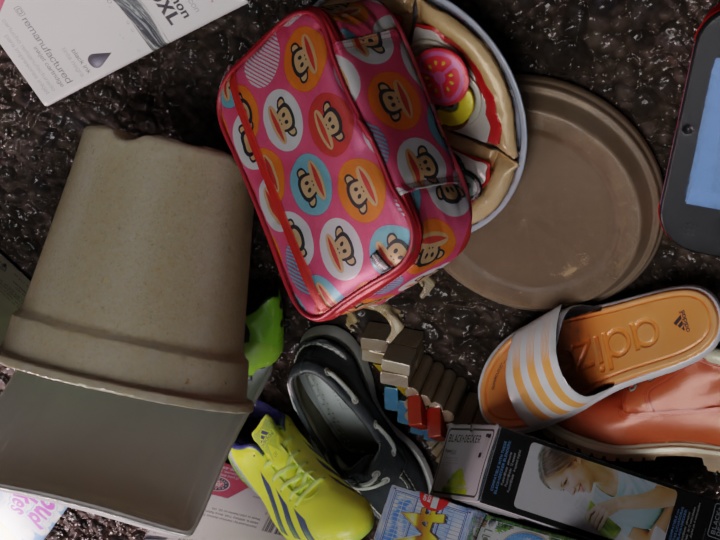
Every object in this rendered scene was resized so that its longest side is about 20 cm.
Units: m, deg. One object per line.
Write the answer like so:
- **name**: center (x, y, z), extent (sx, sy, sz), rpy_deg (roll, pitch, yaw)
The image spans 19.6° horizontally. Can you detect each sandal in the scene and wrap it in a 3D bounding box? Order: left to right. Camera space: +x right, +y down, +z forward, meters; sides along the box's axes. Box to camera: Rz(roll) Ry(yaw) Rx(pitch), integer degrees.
- **sandal**: center (0.164, 0.056, 1.532), extent (0.206, 0.059, 0.080), rpy_deg (-25, 70, 28)

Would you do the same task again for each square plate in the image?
- **square plate**: center (-0.191, 0.123, 1.647), extent (0.197, 0.200, 0.029), rpy_deg (12, 131, 12)

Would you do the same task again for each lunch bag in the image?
- **lunch bag**: center (-0.020, -0.072, 1.453), extent (0.176, 0.082, 0.201), rpy_deg (-34, 75, 49)

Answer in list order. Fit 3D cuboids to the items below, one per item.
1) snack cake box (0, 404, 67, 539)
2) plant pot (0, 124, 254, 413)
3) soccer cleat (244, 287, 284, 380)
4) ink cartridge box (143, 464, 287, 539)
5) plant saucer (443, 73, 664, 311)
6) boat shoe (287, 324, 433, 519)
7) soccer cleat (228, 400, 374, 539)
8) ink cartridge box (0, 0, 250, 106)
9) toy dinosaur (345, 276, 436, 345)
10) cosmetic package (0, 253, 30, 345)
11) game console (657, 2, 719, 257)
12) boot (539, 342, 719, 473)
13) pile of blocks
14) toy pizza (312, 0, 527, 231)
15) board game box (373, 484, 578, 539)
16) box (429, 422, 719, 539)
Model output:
- **snack cake box**: center (-0.275, 0.176, 1.766), extent (0.067, 0.115, 0.200), rpy_deg (34, 128, -6)
- **plant pot**: center (-0.158, -0.006, 1.541), extent (0.199, 0.200, 0.185), rpy_deg (12, 91, 12)
- **soccer cleat**: center (-0.155, 0.027, 1.662), extent (0.199, 0.068, 0.082), rpy_deg (12, 110, 9)
- **ink cartridge box**: center (-0.106, 0.257, 1.696), extent (0.144, 0.200, 0.085), rpy_deg (12, 126, 12)
- **plant saucer**: center (0.124, -0.049, 1.528), extent (0.199, 0.030, 0.201), rpy_deg (10, 126, 14)
- **boat shoe**: center (-0.004, 0.141, 1.679), extent (0.075, 0.060, 0.201), rpy_deg (-19, 114, 30)
- **soccer cleat**: center (-0.056, 0.159, 1.647), extent (0.200, 0.064, 0.084), rpy_deg (34, 150, 56)
- **ink cartridge box**: center (-0.178, -0.227, 1.479), extent (0.199, 0.084, 0.145), rpy_deg (-22, 113, 30)
- **toy dinosaur**: center (0.000, 0.000, 1.542), extent (0.101, 0.058, 0.200), rpy_deg (37, 148, -1)
- **cosmetic package**: center (-0.341, 0.077, 1.669), extent (0.073, 0.200, 0.103), rpy_deg (44, 125, -11)
- **game console**: center (0.304, -0.086, 1.435), extent (0.176, 0.031, 0.201), rpy_deg (14, 126, 10)
- **boot**: center (0.227, 0.088, 1.564), extent (0.199, 0.075, 0.108), rpy_deg (3, 111, 18)
- **pile of blocks**: center (0.066, 0.128, 1.645), extent (0.200, 0.062, 0.082), rpy_deg (41, 126, -9)
- **toy pizza**: center (0.026, -0.109, 1.493), extent (0.199, 0.032, 0.201), rpy_deg (16, 123, 25)
- **board game box**: center (0.113, 0.223, 1.582), extent (0.199, 0.062, 0.199), rpy_deg (10, 170, 45)
- **box**: center (0.164, 0.173, 1.574), extent (0.199, 0.060, 0.117), rpy_deg (20, 171, -15)
